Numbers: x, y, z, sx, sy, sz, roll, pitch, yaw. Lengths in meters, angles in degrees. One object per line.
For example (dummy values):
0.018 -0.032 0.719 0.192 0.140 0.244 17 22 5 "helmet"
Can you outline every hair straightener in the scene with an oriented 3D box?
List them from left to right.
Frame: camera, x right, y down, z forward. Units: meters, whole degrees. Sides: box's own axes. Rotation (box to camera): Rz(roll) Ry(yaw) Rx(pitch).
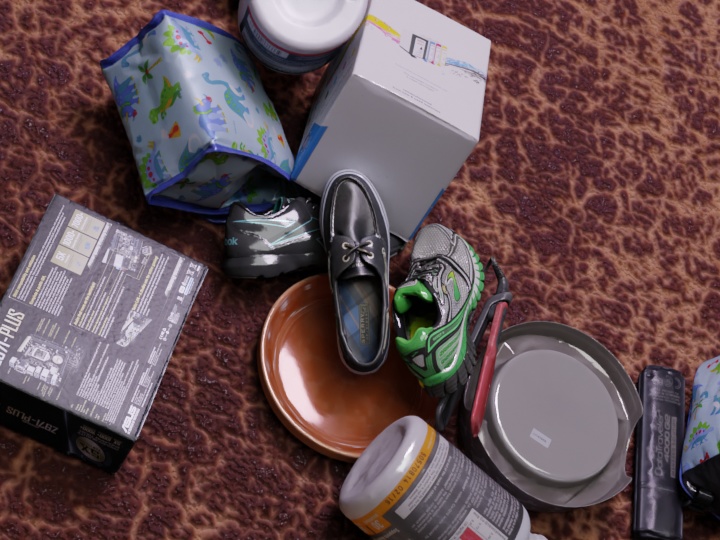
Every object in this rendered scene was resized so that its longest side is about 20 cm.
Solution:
0.101 0.070 1.638 0.076 0.041 0.201 7 59 15 "hair straightener"

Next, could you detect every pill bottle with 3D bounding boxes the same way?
-0.063 -0.262 1.661 0.118 0.200 0.121 0 88 -9 "pill bottle"
0.086 0.238 1.543 0.200 0.116 0.117 41 55 -10 "pill bottle"

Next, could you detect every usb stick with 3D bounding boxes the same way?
0.312 0.194 1.721 0.055 0.033 0.201 13 59 -8 "usb stick"

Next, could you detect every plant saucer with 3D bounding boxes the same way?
-0.009 0.097 1.638 0.199 0.032 0.202 11 59 -18 "plant saucer"

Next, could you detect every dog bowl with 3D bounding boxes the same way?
0.190 0.154 1.674 0.198 0.059 0.202 10 60 -17 "dog bowl"

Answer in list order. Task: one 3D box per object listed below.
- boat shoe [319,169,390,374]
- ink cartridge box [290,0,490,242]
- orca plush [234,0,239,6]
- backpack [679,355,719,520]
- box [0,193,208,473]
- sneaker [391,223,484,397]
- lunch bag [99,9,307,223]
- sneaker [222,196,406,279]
0.000 0.000 1.598 0.068 0.057 0.202 -6 87 -3 "boat shoe"
0.034 -0.166 1.694 0.144 0.148 0.201 26 35 -10 "ink cartridge box"
-0.157 -0.344 1.787 0.071 0.105 0.201 -33 103 5 "orca plush"
0.438 0.170 1.713 0.182 0.147 0.201 31 47 -20 "backpack"
-0.255 0.058 1.521 0.163 0.086 0.201 25 56 -9 "box"
0.073 0.023 1.621 0.085 0.078 0.201 51 27 -36 "sneaker"
-0.146 -0.148 1.659 0.199 0.127 0.171 7 57 -53 "lunch bag"
-0.044 -0.038 1.657 0.198 0.075 0.080 -6 90 -26 "sneaker"
